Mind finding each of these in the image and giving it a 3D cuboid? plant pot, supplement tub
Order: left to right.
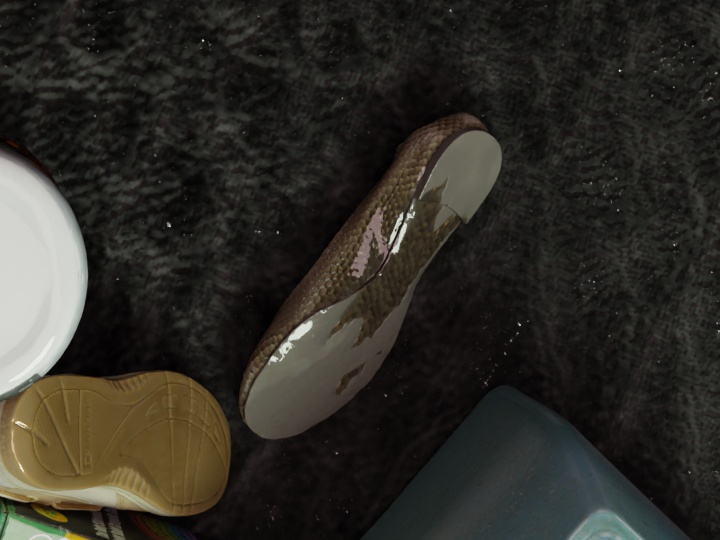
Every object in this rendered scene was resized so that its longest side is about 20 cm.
[{"bbox_3d":[-0.195,-0.007,1.211,0.122,0.200,0.123,-1,97,-10],"label":"supplement tub"},{"bbox_3d":[0.099,0.192,1.266,0.196,0.200,0.196,43,82,-6],"label":"plant pot"}]

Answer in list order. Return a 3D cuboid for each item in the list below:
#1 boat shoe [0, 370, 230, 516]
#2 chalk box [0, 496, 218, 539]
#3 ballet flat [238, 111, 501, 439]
[{"bbox_3d":[-0.136,0.083,1.261,0.069,0.200,0.074,-1,80,29],"label":"boat shoe"},{"bbox_3d":[-0.151,0.181,1.279,0.199,0.125,0.124,19,92,-10],"label":"chalk box"},{"bbox_3d":[0.000,0.000,1.329,0.067,0.046,0.200,30,97,-43],"label":"ballet flat"}]
